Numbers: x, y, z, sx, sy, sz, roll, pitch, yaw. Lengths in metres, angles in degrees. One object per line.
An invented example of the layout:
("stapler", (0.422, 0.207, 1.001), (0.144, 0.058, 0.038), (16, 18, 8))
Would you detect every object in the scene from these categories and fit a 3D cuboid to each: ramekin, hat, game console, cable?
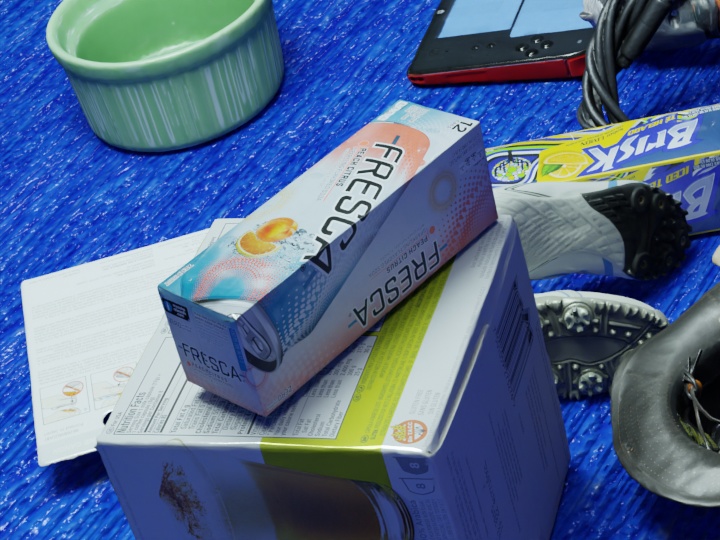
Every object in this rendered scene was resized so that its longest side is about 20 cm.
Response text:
("ramekin", (-0.161, -0.189, 1.686), (0.199, 0.098, 0.201), (-10, 35, 7))
("hat", (0.252, 0.084, 1.163), (0.200, 0.081, 0.201), (-21, 35, 16))
("game console", (0.144, -0.224, 1.673), (0.176, 0.031, 0.200), (0, 37, 21))
("cable", (0.248, -0.159, 1.449), (0.199, 0.164, 0.051), (-20, -4, 17))

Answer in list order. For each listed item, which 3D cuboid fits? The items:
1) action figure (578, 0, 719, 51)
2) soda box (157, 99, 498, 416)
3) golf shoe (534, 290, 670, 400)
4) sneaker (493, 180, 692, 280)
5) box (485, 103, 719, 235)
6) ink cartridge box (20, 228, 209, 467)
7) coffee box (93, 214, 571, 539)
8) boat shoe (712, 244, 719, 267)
("action figure", (0.258, -0.218, 1.523), (0.192, 0.200, 0.105), (-1, 69, 27))
("soda box", (-0.013, -0.011, 1.054), (0.063, 0.069, 0.200), (19, 47, 39))
("golf shoe", (0.110, 0.033, 1.298), (0.199, 0.079, 0.097), (-3, 31, 16))
("sneaker", (0.138, -0.028, 1.326), (0.199, 0.072, 0.072), (-1, 9, -30))
("box", (0.178, -0.059, 1.396), (0.199, 0.070, 0.064), (-11, 35, 7))
("ink cartridge box", (-0.154, 0.062, 1.394), (0.161, 0.050, 0.201), (-16, 42, -1))
("coffee box", (-0.006, 0.105, 1.130), (0.197, 0.201, 0.200), (-1, 39, 21))
("boat shoe", (0.298, 0.031, 1.239), (0.065, 0.072, 0.200), (-50, 47, 13))
